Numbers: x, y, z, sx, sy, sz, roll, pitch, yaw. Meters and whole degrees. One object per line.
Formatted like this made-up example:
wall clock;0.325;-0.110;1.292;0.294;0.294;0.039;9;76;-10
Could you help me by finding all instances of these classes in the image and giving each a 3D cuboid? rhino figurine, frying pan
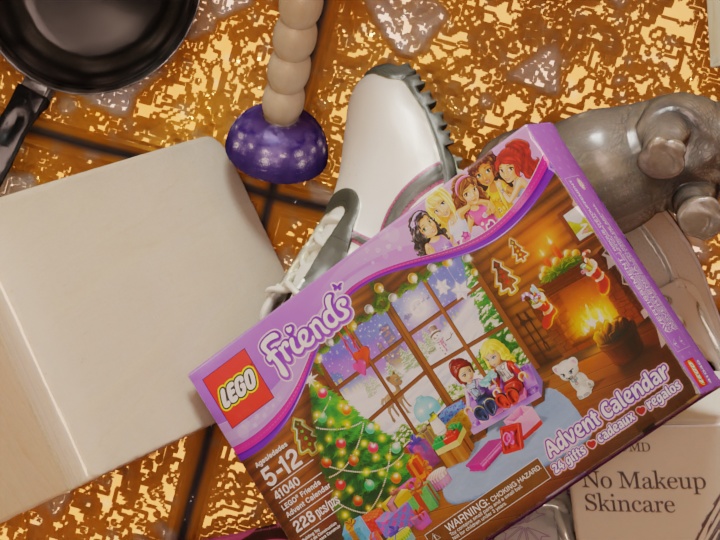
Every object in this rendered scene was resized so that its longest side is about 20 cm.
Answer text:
rhino figurine;0.140;-0.050;1.171;0.198;0.088;0.060;-14;110;6
frying pan;-0.135;-0.105;1.252;0.114;0.031;0.192;5;91;7

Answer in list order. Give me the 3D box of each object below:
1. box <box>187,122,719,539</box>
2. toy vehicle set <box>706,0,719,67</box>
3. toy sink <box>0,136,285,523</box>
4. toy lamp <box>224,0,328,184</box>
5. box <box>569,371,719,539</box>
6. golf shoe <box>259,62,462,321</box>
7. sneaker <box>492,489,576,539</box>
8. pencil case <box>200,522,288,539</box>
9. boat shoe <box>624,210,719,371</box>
box;0.038;0.048;1.123;0.200;0.039;0.137;-37;81;21
toy vehicle set;0.219;-0.197;1.205;0.123;0.026;0.202;-2;89;-21
toy sink;-0.133;0.030;1.202;0.112;0.200;0.131;-26;89;33
toy lamp;-0.026;-0.133;1.180;0.058;0.058;0.201;13;127;4
box;0.148;0.150;1.168;0.082;0.068;0.202;-3;107;25
golf shoe;0.000;0.000;1.204;0.087;0.077;0.202;2;82;-22
sneaker;0.084;0.103;1.203;0.074;0.100;0.202;-13;87;5
pencil case;-0.043;0.160;1.216;0.198;0.091;0.094;-13;57;6
boat shoe;0.140;0.038;1.213;0.070;0.070;0.201;-22;88;4
